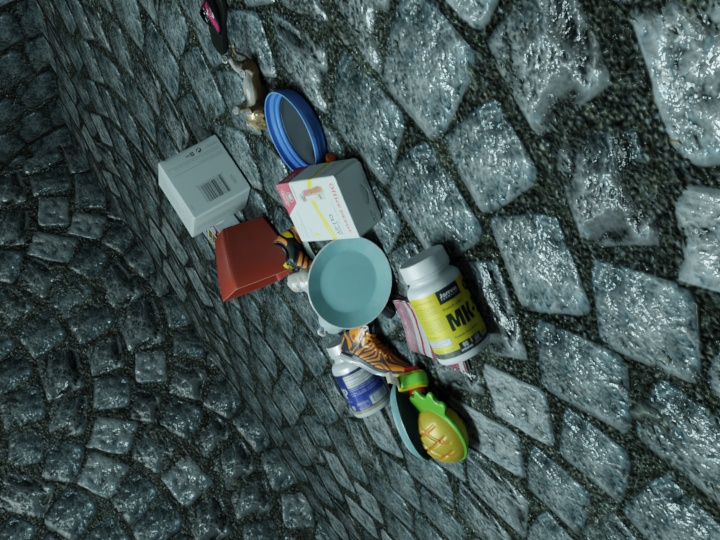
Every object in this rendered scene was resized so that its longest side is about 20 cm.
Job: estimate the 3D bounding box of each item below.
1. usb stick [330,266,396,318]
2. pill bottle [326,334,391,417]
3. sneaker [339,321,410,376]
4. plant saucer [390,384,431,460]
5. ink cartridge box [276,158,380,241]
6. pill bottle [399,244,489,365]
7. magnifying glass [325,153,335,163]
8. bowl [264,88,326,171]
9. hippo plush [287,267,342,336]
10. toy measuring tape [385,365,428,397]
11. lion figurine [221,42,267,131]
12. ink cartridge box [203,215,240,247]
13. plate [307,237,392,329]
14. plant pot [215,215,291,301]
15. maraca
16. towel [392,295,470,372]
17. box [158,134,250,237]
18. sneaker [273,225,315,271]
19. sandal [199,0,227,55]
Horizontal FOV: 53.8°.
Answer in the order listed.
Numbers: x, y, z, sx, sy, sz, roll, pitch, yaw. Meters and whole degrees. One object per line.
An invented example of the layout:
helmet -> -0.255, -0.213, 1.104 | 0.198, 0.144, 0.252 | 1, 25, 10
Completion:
usb stick -> 0.000, 0.042, 1.607 | 0.198, 0.033, 0.056 | 36, -167, -20
pill bottle -> -0.008, 0.272, 1.880 | 0.204, 0.118, 0.119 | 63, 155, -8
sneaker -> 0.039, 0.188, 1.749 | 0.195, 0.077, 0.116 | 14, 101, 22
plant saucer -> 0.119, 0.357, 1.695 | 0.202, 0.027, 0.202 | 56, -161, -31
ink cartridge box -> -0.069, -0.148, 1.520 | 0.197, 0.083, 0.148 | -1, 121, 47
pill bottle -> 0.157, 0.064, 1.346 | 0.204, 0.113, 0.114 | 62, 155, -9
magnifying glass -> -0.065, -0.180, 1.610 | 0.080, 0.022, 0.203 | 44, 153, 30
bowl -> -0.144, -0.308, 1.591 | 0.200, 0.039, 0.204 | 44, 151, 31
hippo plush -> -0.093, 0.077, 1.735 | 0.199, 0.155, 0.166 | -22, 79, 63
toy measuring tape -> 0.115, 0.251, 1.638 | 0.074, 0.074, 0.200 | 46, -178, 24
lion figurine -> -0.252, -0.420, 1.630 | 0.070, 0.122, 0.206 | 6, 112, 21
ink cartridge box -> -0.454, -0.126, 2.323 | 0.201, 0.083, 0.177 | 49, 154, 19
plate -> -0.024, 0.026, 1.554 | 0.204, 0.197, 0.026 | 65, 167, -15
plant pot -> -0.323, -0.042, 2.064 | 0.181, 0.196, 0.199 | 68, 155, 4
maraca -> 0.180, 0.356, 1.628 | 0.135, 0.107, 0.204 | -2, 122, 48
towel -> 0.152, 0.139, 1.548 | 0.198, 0.022, 0.147 | 16, 132, 56
box -> -0.452, -0.245, 2.051 | 0.202, 0.197, 0.131 | 54, 154, 9
sneaker -> -0.157, -0.014, 1.880 | 0.203, 0.089, 0.070 | 59, 155, 1
sandal -> -0.345, -0.586, 1.654 | 0.075, 0.045, 0.202 | 46, 152, 26
